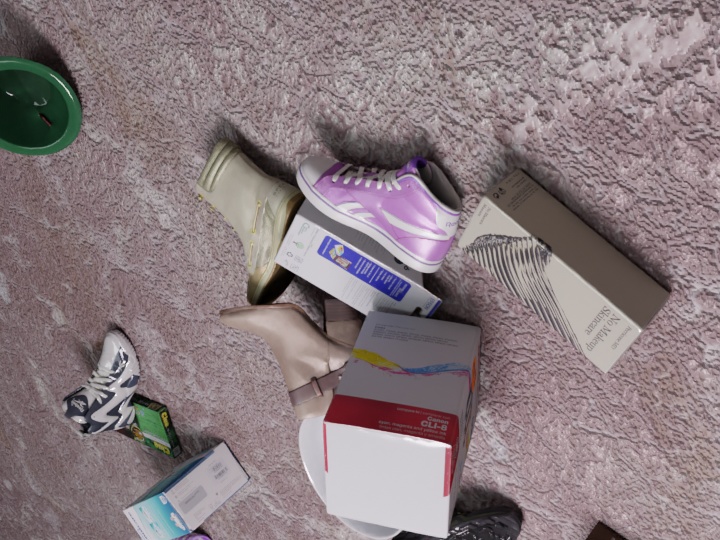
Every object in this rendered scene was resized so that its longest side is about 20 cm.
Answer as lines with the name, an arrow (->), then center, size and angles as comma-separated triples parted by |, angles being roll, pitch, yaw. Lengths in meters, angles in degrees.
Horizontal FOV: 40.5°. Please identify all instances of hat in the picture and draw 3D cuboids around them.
hat -> -0.509, -0.293, 1.504 | 0.196, 0.178, 0.168 | 6, 130, -4

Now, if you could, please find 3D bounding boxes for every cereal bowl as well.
cereal bowl -> 0.011, 0.256, 1.326 | 0.198, 0.083, 0.203 | 25, 130, 34

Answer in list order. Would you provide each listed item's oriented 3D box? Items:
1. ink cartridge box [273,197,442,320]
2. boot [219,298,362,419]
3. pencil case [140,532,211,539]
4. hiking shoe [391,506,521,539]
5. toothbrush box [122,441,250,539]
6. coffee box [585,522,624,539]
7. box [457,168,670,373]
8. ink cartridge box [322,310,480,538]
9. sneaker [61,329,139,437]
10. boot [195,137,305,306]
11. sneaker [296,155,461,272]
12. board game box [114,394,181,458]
ink cartridge box -> 0.000, 0.000, 1.164 | 0.198, 0.039, 0.100 | 32, 139, -3
boot -> -0.079, 0.114, 1.248 | 0.196, 0.070, 0.149 | -5, 87, 3
pencil case -> -0.363, 0.557, 1.928 | 0.085, 0.085, 0.198 | 31, 155, -32
hiking shoe -> 0.118, 0.336, 1.286 | 0.197, 0.101, 0.076 | -23, 116, 21
toothbrush box -> -0.304, 0.390, 1.695 | 0.086, 0.146, 0.199 | 54, 142, -1
coffee box -> 0.289, 0.417, 1.174 | 0.113, 0.079, 0.202 | 30, 136, 25
box -> 0.198, -0.001, 0.969 | 0.199, 0.068, 0.083 | 41, 140, 15
ink cartridge box -> 0.052, 0.167, 1.111 | 0.142, 0.201, 0.147 | 7, 126, 13
sneaker -> -0.464, 0.209, 1.719 | 0.079, 0.129, 0.202 | 33, 126, 27
boot -> -0.149, -0.057, 1.273 | 0.154, 0.072, 0.202 | 37, 133, 19
sneaker -> 0.025, -0.097, 1.079 | 0.198, 0.073, 0.115 | 31, 133, 11
board game box -> -0.415, 0.277, 1.820 | 0.198, 0.023, 0.107 | 13, 124, 40
